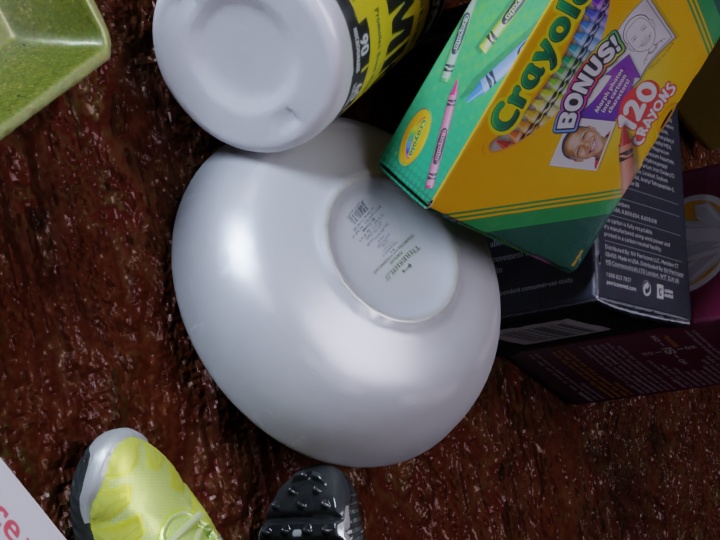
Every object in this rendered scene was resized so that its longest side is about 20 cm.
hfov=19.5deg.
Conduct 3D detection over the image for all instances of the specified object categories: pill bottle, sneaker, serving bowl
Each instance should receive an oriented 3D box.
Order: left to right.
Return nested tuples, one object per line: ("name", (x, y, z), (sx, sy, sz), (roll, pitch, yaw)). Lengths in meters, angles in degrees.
("sneaker", (-0.075, 0.165, 1.038), (0.075, 0.076, 0.201), (-41, 111, -45))
("pill bottle", (-0.019, -0.154, 1.145), (0.200, 0.114, 0.115), (-47, 117, -52))
("sneaker", (-0.011, 0.204, 1.119), (0.090, 0.066, 0.202), (6, 81, -52))
("serving bowl", (0.000, 0.000, 1.127), (0.199, 0.066, 0.202), (16, 58, -28))

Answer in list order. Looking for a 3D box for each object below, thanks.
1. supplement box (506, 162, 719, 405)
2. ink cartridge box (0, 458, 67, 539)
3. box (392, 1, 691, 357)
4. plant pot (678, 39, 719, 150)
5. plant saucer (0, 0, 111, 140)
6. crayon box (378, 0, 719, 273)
("supplement box", (0.196, 0.008, 1.305), (0.085, 0.199, 0.111), (34, 57, -40))
("ink cartridge box", (-0.208, 0.171, 0.869), (0.148, 0.085, 0.200), (56, 46, -25))
("box", (0.106, -0.060, 1.254), (0.104, 0.147, 0.202), (13, 72, -48))
("plant pot", (0.274, -0.237, 1.476), (0.176, 0.199, 0.201), (34, 56, -28))
("plant saucer", (-0.226, -0.140, 0.950), (0.200, 0.048, 0.201), (-45, 115, -46))
("crayon box", (0.111, -0.111, 1.110), (0.118, 0.058, 0.201), (21, 104, -39))
